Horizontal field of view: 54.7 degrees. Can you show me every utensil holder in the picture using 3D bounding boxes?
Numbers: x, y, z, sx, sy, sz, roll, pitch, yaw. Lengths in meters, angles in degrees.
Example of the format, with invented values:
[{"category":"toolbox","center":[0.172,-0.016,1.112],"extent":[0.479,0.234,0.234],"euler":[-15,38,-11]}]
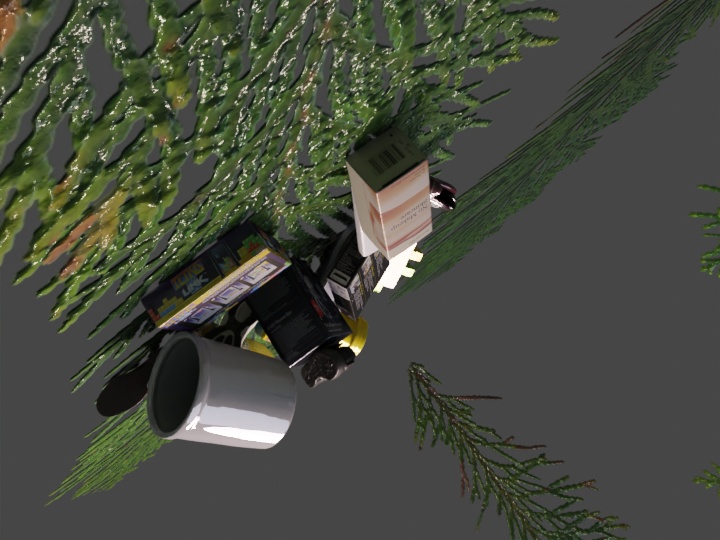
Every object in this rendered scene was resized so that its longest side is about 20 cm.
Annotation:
[{"category":"utensil holder","center":[-0.230,0.207,1.172],"extent":[0.198,0.172,0.170],"euler":[20,131,-40]}]

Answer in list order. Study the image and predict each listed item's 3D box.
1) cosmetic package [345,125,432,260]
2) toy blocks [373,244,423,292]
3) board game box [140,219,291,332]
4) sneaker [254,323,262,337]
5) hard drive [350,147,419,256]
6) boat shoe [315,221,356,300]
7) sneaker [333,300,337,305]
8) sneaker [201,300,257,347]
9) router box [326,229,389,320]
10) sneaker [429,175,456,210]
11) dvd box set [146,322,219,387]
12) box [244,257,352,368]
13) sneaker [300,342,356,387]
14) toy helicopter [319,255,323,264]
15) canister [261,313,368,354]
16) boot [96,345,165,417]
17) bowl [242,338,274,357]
[{"category":"cosmetic package","center":[0.051,-0.118,1.115],"extent":[0.103,0.088,0.201],"euler":[-35,153,-10]},{"category":"toy blocks","center":[0.081,-0.063,1.608],"extent":[0.138,0.098,0.201],"euler":[-86,-165,-47]},{"category":"board game box","center":[-0.216,0.014,1.077],"extent":[0.199,0.057,0.165],"euler":[-36,169,1]},{"category":"sneaker","center":[-0.167,0.086,1.611],"extent":[0.197,0.080,0.131],"euler":[-18,145,4]},{"category":"hard drive","center":[0.048,-0.120,1.231],"extent":[0.131,0.026,0.201],"euler":[-30,149,-15]},{"category":"boat shoe","center":[-0.053,-0.023,1.459],"extent":[0.069,0.066,0.202],"euler":[1,122,-44]},{"category":"sneaker","center":[-0.040,0.061,1.653],"extent":[0.201,0.079,0.078],"euler":[-103,-155,-68]},{"category":"sneaker","center":[-0.256,0.137,1.320],"extent":[0.201,0.076,0.089],"euler":[-55,-179,-39]},{"category":"router box","center":[0.000,0.000,1.400],"extent":[0.150,0.051,0.201],"euler":[-58,165,-17]},{"category":"sneaker","center":[0.132,-0.138,1.360],"extent":[0.200,0.114,0.077],"euler":[43,69,-81]},{"category":"dvd box set","center":[-0.321,0.158,1.298],"extent":[0.148,0.029,0.200],"euler":[-63,174,-8]},{"category":"box","center":[-0.122,0.077,1.344],"extent":[0.104,0.183,0.200],"euler":[-36,172,8]},{"category":"sneaker","center":[-0.050,0.169,1.319],"extent":[0.103,0.061,0.200],"euler":[-29,174,-30]},{"category":"toy helicopter","center":[-0.013,-0.047,1.542],"extent":[0.200,0.079,0.132],"euler":[-49,159,11]},{"category":"canister","center":[-0.103,0.133,1.539],"extent":[0.149,0.198,0.087],"euler":[-51,-159,40]},{"category":"boot","center":[-0.412,0.220,1.378],"extent":[0.185,0.065,0.200],"euler":[-36,174,-7]},{"category":"bowl","center":[-0.287,0.211,1.569],"extent":[0.199,0.199,0.109],"euler":[-30,128,-30]}]
